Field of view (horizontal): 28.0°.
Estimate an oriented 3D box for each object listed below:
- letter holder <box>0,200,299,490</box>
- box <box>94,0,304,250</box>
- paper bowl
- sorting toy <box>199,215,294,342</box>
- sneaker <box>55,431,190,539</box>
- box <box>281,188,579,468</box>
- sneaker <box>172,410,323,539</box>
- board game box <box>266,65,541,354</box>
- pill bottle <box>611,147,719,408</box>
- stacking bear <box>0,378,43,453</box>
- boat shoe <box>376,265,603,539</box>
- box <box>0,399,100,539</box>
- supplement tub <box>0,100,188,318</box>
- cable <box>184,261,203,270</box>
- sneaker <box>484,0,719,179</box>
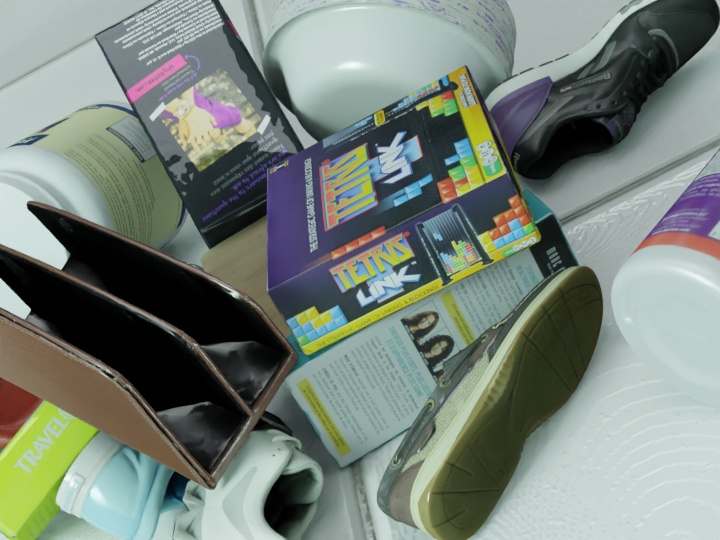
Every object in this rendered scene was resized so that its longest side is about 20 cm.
[{"bbox_3d":[-0.162,0.025,0.873,0.199,0.142,0.101,22,68,32],"label":"letter holder"},{"bbox_3d":[-0.117,-0.115,1.178,0.106,0.122,0.201,-28,71,-4],"label":"box"},{"bbox_3d":[0.021,-0.159,1.150,0.200,0.201,0.105,-9,56,33],"label":"paper bowl"},{"bbox_3d":[0.000,0.000,1.041,0.199,0.070,0.199,-31,26,-2],"label":"sorting toy"},{"bbox_3d":[-0.125,0.124,0.990,0.200,0.082,0.074,-48,-12,-54],"label":"sneaker"},{"bbox_3d":[0.048,0.037,0.930,0.199,0.083,0.049,-31,28,-2],"label":"box"},{"bbox_3d":[-0.062,0.126,0.911,0.088,0.074,0.201,-20,39,13],"label":"sneaker"},{"bbox_3d":[0.020,-0.047,0.952,0.165,0.057,0.200,-26,25,8],"label":"board game box"},{"bbox_3d":[0.239,-0.026,0.820,0.111,0.112,0.200,9,47,49],"label":"pill bottle"},{"bbox_3d":[-0.327,0.122,1.096,0.200,0.121,0.114,-35,34,33],"label":"stacking bear"},{"bbox_3d":[0.076,0.071,0.862,0.066,0.072,0.201,8,51,42],"label":"boat shoe"},{"bbox_3d":[-0.187,0.098,1.001,0.200,0.048,0.122,-53,-2,-18],"label":"box"},{"bbox_3d":[-0.248,-0.051,1.234,0.144,0.146,0.200,-13,16,28],"label":"supplement tub"},{"bbox_3d":[-0.212,0.068,1.158,0.162,0.051,0.200,-8,36,35],"label":"cable"},{"bbox_3d":[0.195,-0.133,1.093,0.199,0.076,0.088,-32,43,5],"label":"sneaker"}]
